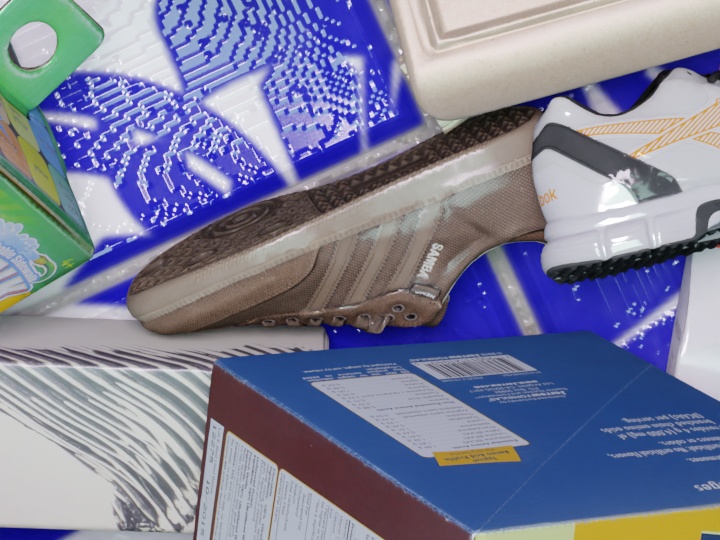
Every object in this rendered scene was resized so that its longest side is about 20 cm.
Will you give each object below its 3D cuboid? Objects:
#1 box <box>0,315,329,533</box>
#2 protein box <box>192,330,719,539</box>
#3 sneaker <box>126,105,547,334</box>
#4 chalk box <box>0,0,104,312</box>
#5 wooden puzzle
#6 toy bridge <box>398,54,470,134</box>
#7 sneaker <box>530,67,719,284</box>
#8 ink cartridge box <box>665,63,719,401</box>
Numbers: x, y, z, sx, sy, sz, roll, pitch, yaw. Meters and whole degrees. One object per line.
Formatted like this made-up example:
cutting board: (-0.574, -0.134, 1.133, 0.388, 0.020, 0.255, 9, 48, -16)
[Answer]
box: (-0.113, 0.066, 1.314, 0.198, 0.068, 0.083, 1, 107, -1)
protein box: (0.064, 0.123, 1.227, 0.197, 0.200, 0.136, -3, 109, -32)
sneaker: (0.000, 0.000, 1.295, 0.199, 0.070, 0.076, -22, 106, 6)
chalk box: (-0.195, -0.047, 1.230, 0.199, 0.124, 0.124, -30, 61, 9)
wooden puzzle: (0.089, -0.179, 1.245, 0.184, 0.037, 0.201, -15, 89, 4)
toy bridge: (0.099, -0.141, 1.278, 0.199, 0.027, 0.067, -34, 102, 8)
sneaker: (0.165, -0.054, 1.260, 0.199, 0.074, 0.081, -12, 81, -12)
ink cartridge box: (0.219, 0.020, 1.315, 0.160, 0.050, 0.201, 8, 108, -3)
